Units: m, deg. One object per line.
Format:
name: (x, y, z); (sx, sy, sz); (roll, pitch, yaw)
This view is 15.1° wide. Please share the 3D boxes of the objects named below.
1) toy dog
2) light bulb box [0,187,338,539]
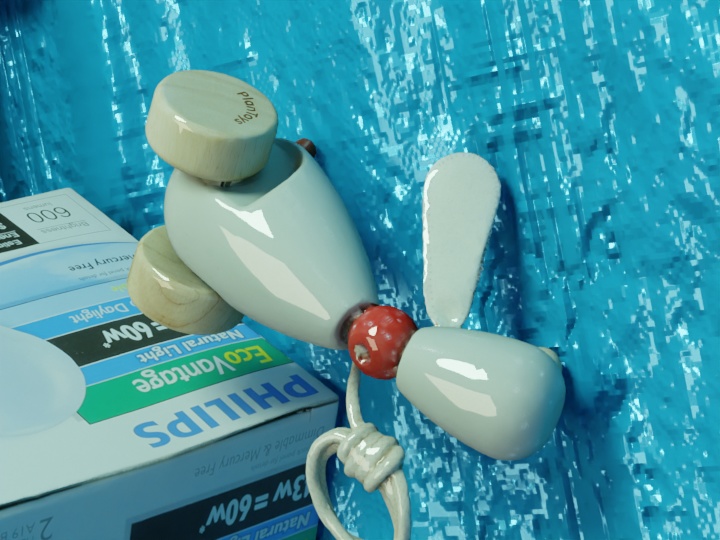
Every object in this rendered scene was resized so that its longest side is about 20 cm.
toy dog: (0.000, 0.000, 1.033); (0.200, 0.096, 0.132); (49, 133, 10)
light bulb box: (-0.149, 0.079, 1.131); (0.200, 0.197, 0.126); (35, 127, 38)
